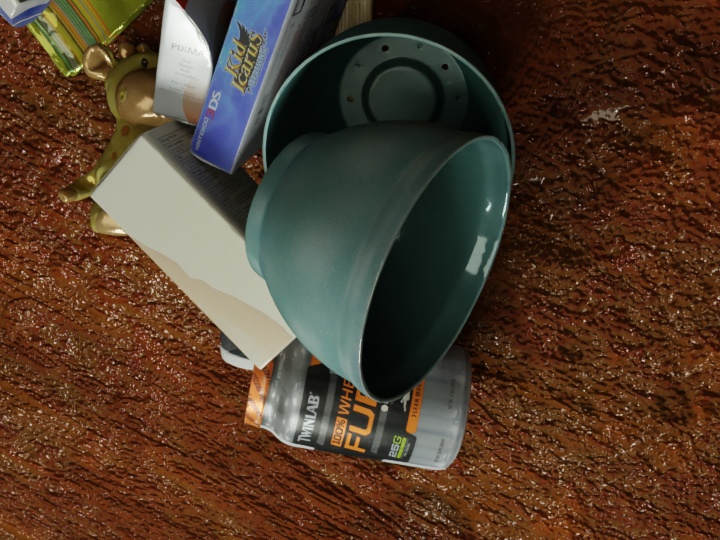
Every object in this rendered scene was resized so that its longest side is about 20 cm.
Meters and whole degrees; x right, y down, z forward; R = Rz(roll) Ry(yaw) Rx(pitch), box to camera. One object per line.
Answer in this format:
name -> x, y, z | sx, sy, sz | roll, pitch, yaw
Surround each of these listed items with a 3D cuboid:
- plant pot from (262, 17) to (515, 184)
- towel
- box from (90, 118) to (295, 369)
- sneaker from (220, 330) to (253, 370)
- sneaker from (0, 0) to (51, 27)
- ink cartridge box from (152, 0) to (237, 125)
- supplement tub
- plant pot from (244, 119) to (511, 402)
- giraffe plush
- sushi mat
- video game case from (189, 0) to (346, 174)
plant pot -> 0.031, -0.124, 0.832 | 0.200, 0.161, 0.201 | 4, 119, 7
towel -> -0.247, -0.277, 0.938 | 0.200, 0.018, 0.086 | -34, 102, 28
box -> -0.113, -0.027, 0.809 | 0.200, 0.095, 0.078 | 46, 114, -2
sneaker -> -0.056, 0.057, 1.004 | 0.200, 0.073, 0.112 | 9, 118, 15
sneaker -> -0.393, -0.302, 0.944 | 0.199, 0.081, 0.115 | 48, 123, 0
ink cartridge box -> -0.114, -0.238, 0.761 | 0.050, 0.162, 0.200 | 16, 145, -10
supplement tub -> -0.004, 0.114, 0.919 | 0.200, 0.123, 0.123 | 10, 118, -4
plant pot -> 0.002, -0.023, 0.705 | 0.134, 0.200, 0.201 | 24, 121, 25
giraffe plush -> -0.194, -0.133, 0.933 | 0.200, 0.172, 0.162 | 25, 115, 45
sushi mat -> -0.035, -0.213, 0.904 | 0.096, 0.012, 0.200 | 8, 117, 15
video game case -> -0.061, -0.201, 0.806 | 0.045, 0.181, 0.200 | 27, 119, 4
